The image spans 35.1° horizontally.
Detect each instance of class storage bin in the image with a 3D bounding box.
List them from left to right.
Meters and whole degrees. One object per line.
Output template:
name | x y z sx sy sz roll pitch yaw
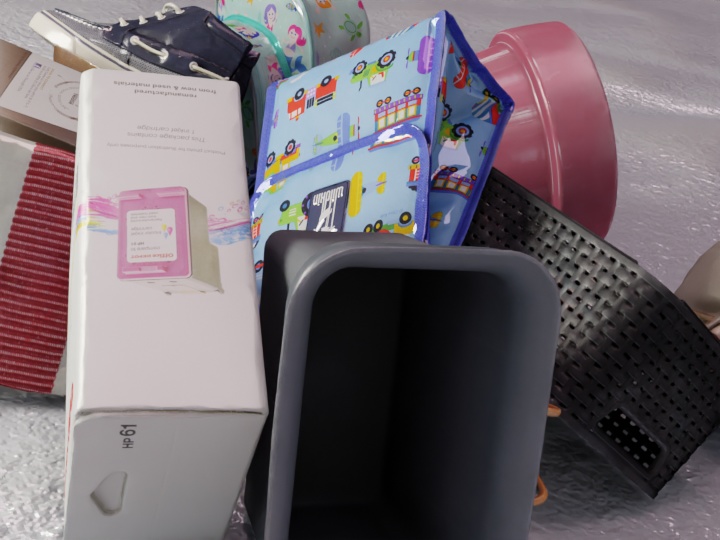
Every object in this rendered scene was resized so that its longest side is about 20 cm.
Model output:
storage bin | 0.010 0.070 0.552 0.144 0.202 0.134 1 16 -19
storage bin | 0.127 0.032 0.710 0.135 0.094 0.200 40 3 -38

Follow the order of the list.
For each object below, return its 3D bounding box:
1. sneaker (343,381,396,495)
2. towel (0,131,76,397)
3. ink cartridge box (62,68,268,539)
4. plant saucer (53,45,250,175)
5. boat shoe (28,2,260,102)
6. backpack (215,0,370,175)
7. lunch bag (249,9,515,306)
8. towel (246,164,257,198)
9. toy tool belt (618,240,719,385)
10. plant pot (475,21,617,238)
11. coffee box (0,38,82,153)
sneaker | -0.030 0.069 0.666 0.198 0.080 0.078 10 24 5
towel | -0.240 -0.015 0.670 0.199 0.145 0.023 16 -3 -14
ink cartridge box | -0.104 0.023 0.570 0.084 0.145 0.201 3 53 -14
plant saucer | -0.175 -0.113 0.940 0.199 0.035 0.200 33 -4 3
boat shoe | -0.178 -0.191 0.962 0.199 0.093 0.075 31 -2 8
backpack | -0.074 -0.180 1.057 0.150 0.201 0.177 -9 30 -35
lunch bag | 0.001 -0.044 0.718 0.150 0.094 0.201 -16 45 34
towel | -0.131 -0.013 0.792 0.049 0.112 0.200 44 22 -15
toy tool belt | 0.263 0.073 0.750 0.123 0.125 0.200 -39 34 -7
plant pot | 0.099 -0.099 0.976 0.178 0.201 0.200 -12 27 -7
coffee box | -0.254 -0.093 0.834 0.199 0.115 0.080 22 41 -2
